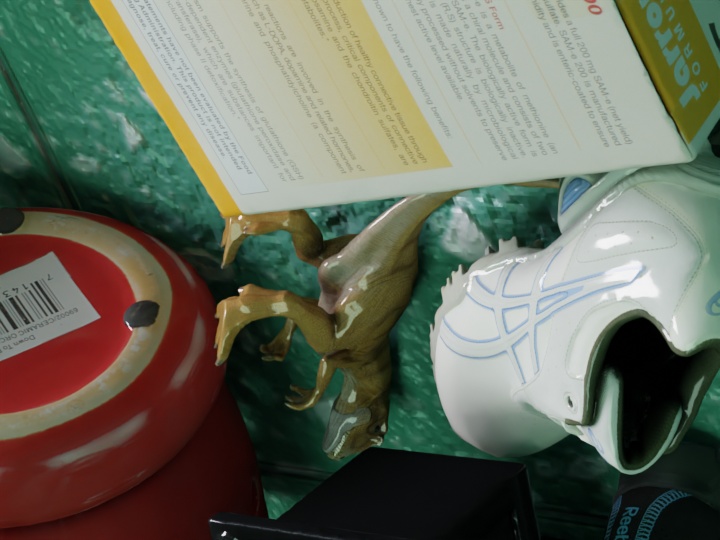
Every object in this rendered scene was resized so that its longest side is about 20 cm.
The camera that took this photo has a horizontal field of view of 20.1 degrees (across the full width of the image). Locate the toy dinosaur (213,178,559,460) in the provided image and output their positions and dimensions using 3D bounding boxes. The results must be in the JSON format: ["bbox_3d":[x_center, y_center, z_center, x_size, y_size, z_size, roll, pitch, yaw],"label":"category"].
[{"bbox_3d":[0.000,0.000,0.787,0.106,0.061,0.200,5,145,-13],"label":"toy dinosaur"}]

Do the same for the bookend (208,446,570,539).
[{"bbox_3d":[0.055,0.146,0.798,0.092,0.200,0.200,2,113,37],"label":"bookend"}]

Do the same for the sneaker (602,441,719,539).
[{"bbox_3d":[0.149,0.163,0.802,0.073,0.082,0.200,-17,119,43],"label":"sneaker"}]

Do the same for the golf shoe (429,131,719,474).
[{"bbox_3d":[0.075,0.032,0.700,0.078,0.098,0.200,10,147,-14],"label":"golf shoe"}]

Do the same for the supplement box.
[{"bbox_3d":[0.013,-0.094,0.649,0.199,0.074,0.126,-5,126,41],"label":"supplement box"}]

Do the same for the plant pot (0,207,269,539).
[{"bbox_3d":[-0.138,0.090,0.861,0.200,0.201,0.183,19,136,22],"label":"plant pot"}]
